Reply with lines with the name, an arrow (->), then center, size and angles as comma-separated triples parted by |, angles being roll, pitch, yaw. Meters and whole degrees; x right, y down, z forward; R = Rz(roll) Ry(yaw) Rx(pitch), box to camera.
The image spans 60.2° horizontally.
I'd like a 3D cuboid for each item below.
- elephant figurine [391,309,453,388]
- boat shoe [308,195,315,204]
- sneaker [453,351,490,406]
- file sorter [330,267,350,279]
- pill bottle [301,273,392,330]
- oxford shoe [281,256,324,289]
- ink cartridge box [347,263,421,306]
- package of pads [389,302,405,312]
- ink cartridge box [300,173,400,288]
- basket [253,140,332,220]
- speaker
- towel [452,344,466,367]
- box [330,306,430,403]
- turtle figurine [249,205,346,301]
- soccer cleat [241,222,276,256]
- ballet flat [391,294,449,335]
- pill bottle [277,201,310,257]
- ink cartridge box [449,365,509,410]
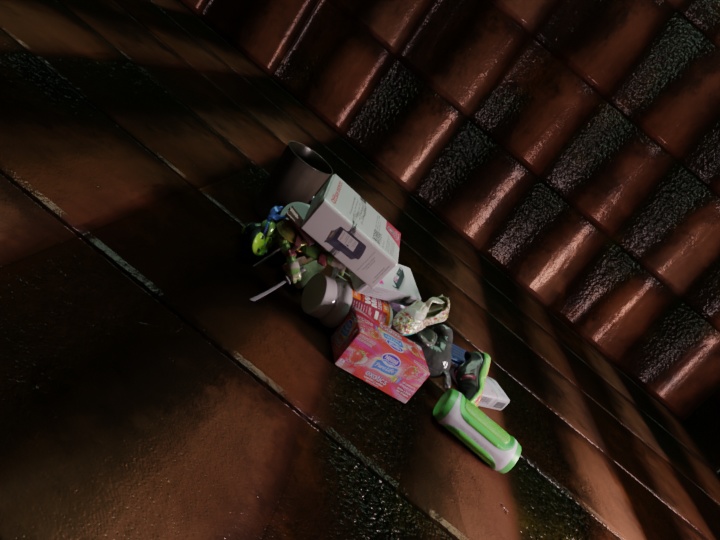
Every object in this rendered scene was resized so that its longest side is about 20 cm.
elephant figurine -> 0.119, 0.173, 1.476 | 0.197, 0.145, 0.154 | 24, -10, -32
boat shoe -> -0.104, -0.138, 1.807 | 0.199, 0.091, 0.071 | 36, 17, -11
sneaker -> 0.265, 0.281, 1.540 | 0.082, 0.078, 0.201 | 17, 40, 12
file sorter -> 0.000, 0.000, 1.614 | 0.123, 0.140, 0.201 | 33, 18, -8
pill bottle -> -0.029, 0.085, 1.388 | 0.198, 0.110, 0.110 | 27, 21, -35
oxford shoe -> -0.128, 0.008, 1.480 | 0.075, 0.070, 0.199 | 67, 19, 2
ink cartridge box -> 0.043, -0.014, 1.443 | 0.198, 0.043, 0.177 | 17, 46, -45
package of pads -> 0.097, 0.093, 1.689 | 0.120, 0.076, 0.200 | 42, 17, 0
ink cartridge box -> -0.016, -0.084, 1.284 | 0.199, 0.084, 0.146 | 40, 26, -14
basket -> -0.186, -0.221, 1.656 | 0.136, 0.201, 0.180 | 41, 18, 8
speaker -> 0.256, 0.353, 1.368 | 0.199, 0.089, 0.089 | 40, 17, -1
towel -> 0.256, 0.231, 1.699 | 0.142, 0.024, 0.200 | 28, 7, 0
box -> 0.041, 0.181, 1.323 | 0.198, 0.096, 0.100 | 33, 19, -22
turtle figurine -> -0.131, -0.027, 1.321 | 0.189, 0.205, 0.144 | 12, 1, -14
soccer cleat -> -0.241, -0.077, 1.426 | 0.079, 0.069, 0.200 | 22, 7, 0
ballet flat -> 0.144, 0.095, 1.442 | 0.075, 0.065, 0.198 | 37, 29, 27
pill bottle -> -0.139, -0.094, 1.485 | 0.112, 0.113, 0.200 | 42, -6, 9
ink cartridge box -> 0.301, 0.284, 1.694 | 0.161, 0.057, 0.202 | 21, 30, -45
